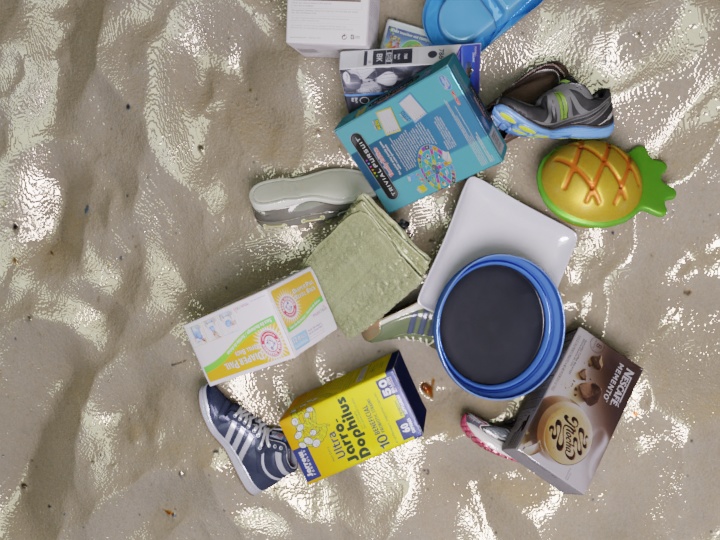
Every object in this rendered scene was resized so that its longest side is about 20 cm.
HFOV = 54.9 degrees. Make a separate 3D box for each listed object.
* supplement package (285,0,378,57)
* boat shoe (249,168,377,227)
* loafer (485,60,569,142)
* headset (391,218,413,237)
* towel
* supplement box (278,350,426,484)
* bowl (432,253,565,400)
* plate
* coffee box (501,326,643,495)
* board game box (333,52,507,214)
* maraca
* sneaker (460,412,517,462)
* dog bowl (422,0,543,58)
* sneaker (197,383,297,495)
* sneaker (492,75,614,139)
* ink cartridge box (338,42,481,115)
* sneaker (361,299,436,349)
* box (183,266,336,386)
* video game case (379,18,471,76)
[{"bbox_3d":[-0.034,-0.415,0.980,0.116,0.121,0.206,4,98,8],"label":"supplement package"},{"bbox_3d":[-0.068,-0.107,1.058,0.196,0.073,0.061,-7,138,-3],"label":"boat shoe"},{"bbox_3d":[0.219,-0.222,0.994,0.199,0.071,0.073,-40,91,11],"label":"loafer"},{"bbox_3d":[0.005,0.000,1.044,0.123,0.094,0.200,43,113,1],"label":"headset"},{"bbox_3d":[0.000,0.000,0.995,0.149,0.036,0.200,48,128,5],"label":"towel"},{"bbox_3d":[-0.009,0.224,1.068,0.197,0.110,0.111,-26,93,11],"label":"supplement box"},{"bbox_3d":[0.193,0.079,0.979,0.195,0.039,0.207,-1,93,-14],"label":"bowl"},{"bbox_3d":[0.199,-0.004,1.013,0.196,0.032,0.204,25,86,-12],"label":"plate"},{"bbox_3d":[0.303,0.200,0.995,0.112,0.080,0.202,33,74,3],"label":"coffee box"},{"bbox_3d":[0.083,-0.185,0.971,0.197,0.047,0.152,-21,116,35],"label":"board game box"},{"bbox_3d":[0.343,-0.122,0.972,0.194,0.108,0.140,-3,66,-6],"label":"maraca"},{"bbox_3d":[0.247,0.255,1.057,0.195,0.081,0.076,18,81,0],"label":"sneaker"},{"bbox_3d":[0.177,-0.379,0.980,0.199,0.050,0.112,-38,87,4],"label":"dog bowl"},{"bbox_3d":[-0.174,0.255,1.116,0.107,0.070,0.203,-25,100,15],"label":"sneaker"},{"bbox_3d":[0.264,-0.224,0.950,0.195,0.071,0.085,-4,100,-22],"label":"sneaker"},{"bbox_3d":[0.072,-0.266,0.978,0.194,0.100,0.040,-2,60,9],"label":"ink cartridge box"},{"bbox_3d":[0.102,0.088,1.054,0.196,0.067,0.092,-24,89,7],"label":"sneaker"},{"bbox_3d":[-0.150,0.084,1.033,0.197,0.112,0.103,-22,94,36],"label":"box"},{"bbox_3d":[0.080,-0.254,1.038,0.140,0.018,0.205,17,100,6],"label":"video game case"}]
